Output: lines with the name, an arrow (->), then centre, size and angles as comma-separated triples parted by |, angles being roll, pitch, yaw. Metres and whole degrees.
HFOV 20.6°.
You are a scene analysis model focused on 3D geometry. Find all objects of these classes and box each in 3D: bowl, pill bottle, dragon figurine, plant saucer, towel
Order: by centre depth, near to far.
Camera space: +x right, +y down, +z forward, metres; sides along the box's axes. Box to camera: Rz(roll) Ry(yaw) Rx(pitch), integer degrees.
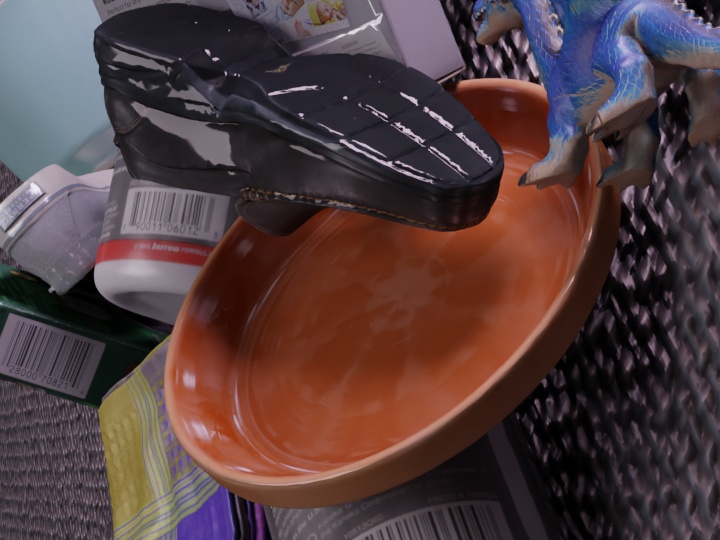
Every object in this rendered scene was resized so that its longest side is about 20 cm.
dragon figurine -> 0.090, -0.087, 0.671 | 0.200, 0.059, 0.100 | 141, 126, -68
plant saucer -> 0.012, 0.009, 0.769 | 0.032, 0.200, 0.200 | 49, -173, -35
pill bottle -> 0.016, 0.092, 0.811 | 0.200, 0.113, 0.114 | -109, 26, -45
towel -> -0.085, 0.128, 0.917 | 0.144, 0.023, 0.201 | -36, 54, 51
pill bottle -> -0.062, -0.075, 1.006 | 0.116, 0.115, 0.201 | 156, 125, -70
bowl -> -0.139, -0.103, 1.196 | 0.105, 0.200, 0.201 | 61, 153, 15

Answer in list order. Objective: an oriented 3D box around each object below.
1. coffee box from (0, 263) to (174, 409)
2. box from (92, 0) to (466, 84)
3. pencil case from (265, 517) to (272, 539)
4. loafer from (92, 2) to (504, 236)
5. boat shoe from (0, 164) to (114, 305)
coffee box -> -0.125, 0.051, 1.098 | 0.044, 0.199, 0.123 | -69, 24, 5
box -> -0.059, -0.152, 0.838 | 0.156, 0.041, 0.201 | -16, 101, 42
pencil case -> -0.010, 0.131, 0.910 | 0.200, 0.078, 0.087 | 60, 173, 38
loafer -> -0.025, -0.048, 0.789 | 0.200, 0.073, 0.073 | 25, 126, 38
boat shoe -> -0.148, -0.011, 1.093 | 0.072, 0.070, 0.201 | 49, -174, 5
